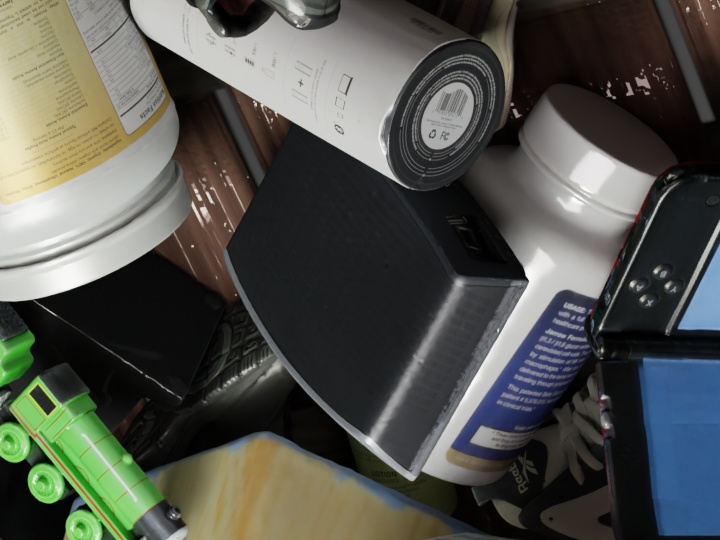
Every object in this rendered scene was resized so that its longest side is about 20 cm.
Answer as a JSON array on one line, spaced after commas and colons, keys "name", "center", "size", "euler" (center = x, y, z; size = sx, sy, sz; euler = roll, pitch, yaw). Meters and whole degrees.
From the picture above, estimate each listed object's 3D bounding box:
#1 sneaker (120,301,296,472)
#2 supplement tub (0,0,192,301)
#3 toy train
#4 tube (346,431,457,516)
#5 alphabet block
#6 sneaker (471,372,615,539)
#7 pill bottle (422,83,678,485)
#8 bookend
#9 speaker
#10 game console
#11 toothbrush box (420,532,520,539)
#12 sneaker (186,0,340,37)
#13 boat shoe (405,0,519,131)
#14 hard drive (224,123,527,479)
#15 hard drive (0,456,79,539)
[{"name": "sneaker", "center": [-0.068, 0.087, 1.678], "size": [0.091, 0.076, 0.200], "euler": [30, 138, -14]}, {"name": "supplement tub", "center": [-0.181, -0.099, 1.518], "size": [0.144, 0.144, 0.200], "euler": [-13, 113, 24]}, {"name": "toy train", "center": [-0.163, 0.085, 1.563], "size": [0.200, 0.042, 0.056], "euler": [49, 119, 7]}, {"name": "tube", "center": [0.007, 0.054, 1.640], "size": [0.058, 0.052, 0.200], "euler": [-20, 118, -11]}, {"name": "alphabet block", "center": [-0.054, 0.230, 1.627], "size": [0.196, 0.200, 0.195], "euler": [26, 149, -30]}, {"name": "sneaker", "center": [0.123, 0.090, 1.591], "size": [0.130, 0.080, 0.199], "euler": [-11, 133, -4]}, {"name": "pill bottle", "center": [0.080, 0.005, 1.533], "size": [0.111, 0.111, 0.200], "euler": [31, 113, -6]}, {"name": "bookend", "center": [-0.217, 0.047, 1.675], "size": [0.200, 0.092, 0.199], "euler": [33, 128, -9]}, {"name": "speaker", "center": [-0.025, -0.114, 1.452], "size": [0.200, 0.081, 0.081], "euler": [31, 136, 39]}, {"name": "game console", "center": [0.227, 0.048, 1.474], "size": [0.200, 0.119, 0.172], "euler": [2, 132, -24]}, {"name": "toothbrush box", "center": [0.073, 0.241, 1.485], "size": [0.146, 0.085, 0.200], "euler": [3, 99, 55]}, {"name": "sneaker", "center": [-0.076, -0.154, 1.400], "size": [0.200, 0.077, 0.084], "euler": [22, 120, 54]}, {"name": "boat shoe", "center": [0.045, -0.154, 1.458], "size": [0.073, 0.075, 0.200], "euler": [2, 125, -2]}, {"name": "hard drive", "center": [0.000, 0.000, 1.496], "size": [0.042, 0.200, 0.135], "euler": [15, 113, -36]}, {"name": "hard drive", "center": [-0.154, 0.197, 1.733], "size": [0.042, 0.135, 0.200], "euler": [-31, 111, 28]}]
